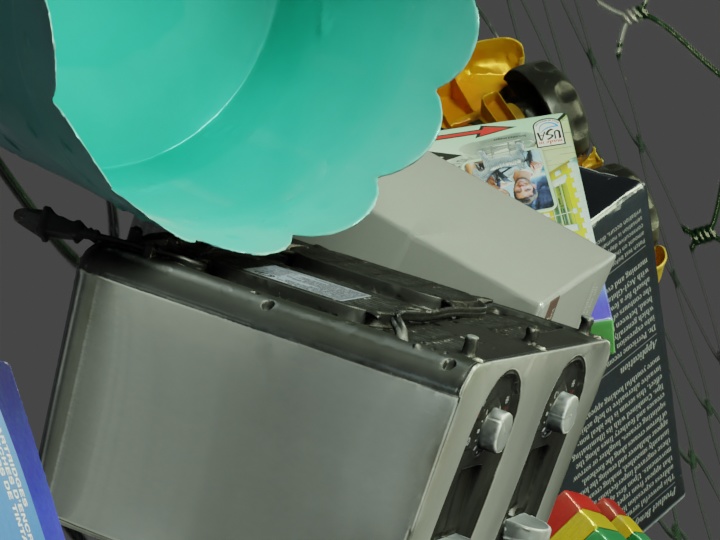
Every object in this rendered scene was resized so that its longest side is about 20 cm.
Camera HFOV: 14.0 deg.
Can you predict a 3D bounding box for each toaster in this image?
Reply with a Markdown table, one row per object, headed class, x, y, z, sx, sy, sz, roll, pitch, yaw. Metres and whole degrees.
| class | x | y | z | sx | sy | sz | roll | pitch | yaw |
| --- | --- | --- | --- | --- | --- | --- | --- | --- | --- |
| toaster | -0.023 | 0.053 | 1.164 | 0.181 | 0.200 | 0.119 | -4 | 111 | -69 |

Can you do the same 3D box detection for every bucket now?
| class | x | y | z | sx | sy | sz | roll | pitch | yaw |
| --- | --- | --- | --- | --- | --- | --- | --- | --- | --- |
| bucket | -0.066 | -0.116 | 1.139 | 0.135 | 0.207 | 0.207 | 17 | -40 | 54 |

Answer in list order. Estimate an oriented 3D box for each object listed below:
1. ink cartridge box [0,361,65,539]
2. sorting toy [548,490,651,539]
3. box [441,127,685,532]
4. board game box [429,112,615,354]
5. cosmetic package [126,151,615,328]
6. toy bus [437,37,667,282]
| class | x | y | z | sx | sy | sz | roll | pitch | yaw |
| --- | --- | --- | --- | --- | --- | --- | --- | --- | --- |
| ink cartridge box | -0.143 | 0.100 | 0.899 | 0.200 | 0.076 | 0.137 | 10 | 61 | -77 |
| sorting toy | 0.070 | 0.189 | 1.410 | 0.070 | 0.199 | 0.200 | 47 | 6 | 14 |
| box | 0.073 | 0.045 | 1.536 | 0.107 | 0.148 | 0.200 | -35 | 128 | -36 |
| board game box | 0.012 | -0.005 | 1.407 | 0.029 | 0.200 | 0.135 | 82 | -1 | -50 |
| cosmetic package | 0.000 | 0.000 | 1.303 | 0.200 | 0.107 | 0.090 | 30 | 29 | 15 |
| toy bus | 0.084 | -0.008 | 1.790 | 0.200 | 0.136 | 0.192 | 56 | -21 | 30 |
